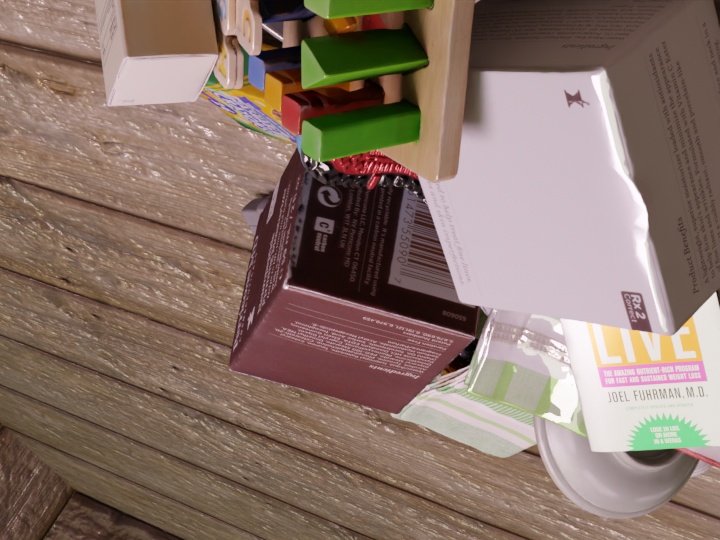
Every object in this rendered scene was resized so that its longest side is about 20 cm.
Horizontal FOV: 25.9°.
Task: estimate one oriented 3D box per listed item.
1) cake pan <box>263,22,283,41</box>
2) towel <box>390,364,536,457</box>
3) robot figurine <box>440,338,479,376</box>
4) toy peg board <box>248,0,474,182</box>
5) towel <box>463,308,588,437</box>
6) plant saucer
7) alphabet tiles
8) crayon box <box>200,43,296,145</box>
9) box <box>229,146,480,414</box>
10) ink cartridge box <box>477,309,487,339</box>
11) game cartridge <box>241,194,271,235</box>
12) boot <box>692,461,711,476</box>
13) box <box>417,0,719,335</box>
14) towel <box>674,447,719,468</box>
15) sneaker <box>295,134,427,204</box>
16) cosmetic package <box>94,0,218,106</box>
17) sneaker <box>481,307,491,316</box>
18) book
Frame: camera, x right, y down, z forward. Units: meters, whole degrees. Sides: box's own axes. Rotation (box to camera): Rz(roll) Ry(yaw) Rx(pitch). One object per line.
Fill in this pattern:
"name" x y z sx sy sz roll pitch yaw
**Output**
"cake pan" -0.033 -0.230 1.222 0.200 0.037 0.200 27 158 12
"towel" 0.143 0.126 1.471 0.152 0.023 0.200 24 147 -26
"robot figurine" 0.078 0.065 1.533 0.200 0.058 0.145 36 172 -9
"toy peg board" -0.024 -0.178 1.037 0.199 0.098 0.200 35 129 47
"towel" 0.180 0.043 1.293 0.149 0.031 0.200 21 117 6
"plant saucer" 0.246 0.122 1.392 0.200 0.200 0.050 41 160 -23
"alphabet tiles" -0.101 -0.237 1.125 0.196 0.015 0.200 -127 35 -58
"crayon box" -0.058 -0.148 1.362 0.200 0.052 0.126 20 171 37
"box" 0.000 0.000 1.331 0.164 0.166 0.200 15 153 -12
"ink cartridge box" 0.052 0.039 1.695 0.200 0.048 0.146 32 159 -7
"game cartridge" -0.035 -0.021 1.652 0.200 0.038 0.130 4 124 50
"boot" 0.269 0.146 1.618 0.200 0.074 0.096 14 148 20
"box" 0.150 -0.080 1.089 0.200 0.131 0.199 8 127 46
"towel" 0.315 0.076 1.260 0.144 0.023 0.200 24 118 5
"sneaker" 0.037 -0.112 1.218 0.200 0.096 0.079 11 131 -33
"cosmetic package" -0.160 -0.233 1.170 0.071 0.200 0.105 -5 169 -18
"sneaker" 0.159 0.037 1.533 0.071 0.073 0.200 51 179 41
"book" 0.228 0.048 1.246 0.133 0.048 0.200 -7 113 25
